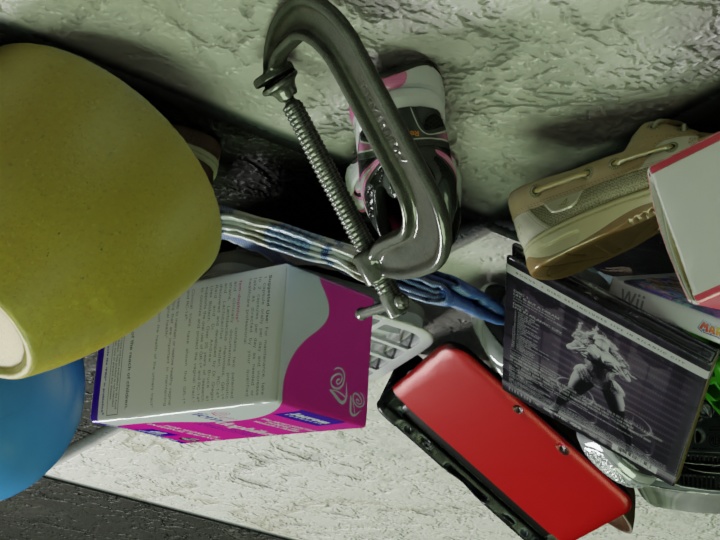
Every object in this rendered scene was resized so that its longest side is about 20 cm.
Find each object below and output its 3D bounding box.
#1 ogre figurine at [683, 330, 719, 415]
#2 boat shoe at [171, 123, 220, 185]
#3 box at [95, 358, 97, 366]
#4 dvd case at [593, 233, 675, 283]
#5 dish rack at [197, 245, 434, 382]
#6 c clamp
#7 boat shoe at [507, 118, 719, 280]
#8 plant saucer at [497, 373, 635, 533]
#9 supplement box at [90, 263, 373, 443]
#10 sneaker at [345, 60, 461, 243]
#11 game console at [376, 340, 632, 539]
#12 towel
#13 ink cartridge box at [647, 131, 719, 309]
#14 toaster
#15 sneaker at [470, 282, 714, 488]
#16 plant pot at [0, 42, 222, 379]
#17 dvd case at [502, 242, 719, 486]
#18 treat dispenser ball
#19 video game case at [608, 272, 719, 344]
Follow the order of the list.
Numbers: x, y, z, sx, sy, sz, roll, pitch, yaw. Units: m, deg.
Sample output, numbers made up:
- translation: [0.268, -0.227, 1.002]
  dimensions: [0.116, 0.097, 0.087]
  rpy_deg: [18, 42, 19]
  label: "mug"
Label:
- translation: [0.320, 0.076, 1.000]
  dimensions: [0.199, 0.120, 0.099]
  rpy_deg: [28, 149, 40]
  label: "ogre figurine"
- translation: [-0.157, -0.031, 1.014]
  dimensions: [0.074, 0.076, 0.202]
  rpy_deg: [13, 155, -14]
  label: "boat shoe"
- translation: [-0.128, 0.099, 1.284]
  dimensions: [0.198, 0.035, 0.110]
  rpy_deg: [10, 169, 15]
  label: "box"
- translation: [0.237, -0.033, 0.965]
  dimensions: [0.198, 0.022, 0.146]
  rpy_deg: [-10, 150, 32]
  label: "dvd case"
- translation: [-0.052, 0.034, 1.166]
  dimensions: [0.198, 0.044, 0.172]
  rpy_deg: [16, 157, -18]
  label: "dish rack"
- translation: [-0.012, -0.060, 0.833]
  dimensions: [0.027, 0.202, 0.170]
  rpy_deg: [-29, -171, -24]
  label: "c clamp"
- translation: [0.184, -0.062, 0.859]
  dimensions: [0.198, 0.066, 0.072]
  rpy_deg: [-25, 159, 18]
  label: "boat shoe"
- translation: [0.178, 0.158, 1.282]
  dimensions: [0.200, 0.035, 0.200]
  rpy_deg: [42, 173, 6]
  label: "plant saucer"
- translation: [-0.097, 0.067, 1.058]
  dimensions: [0.198, 0.105, 0.101]
  rpy_deg: [-12, 158, 39]
  label: "supplement box"
- translation: [0.028, -0.042, 0.905]
  dimensions: [0.079, 0.087, 0.200]
  rpy_deg: [-10, 154, 6]
  label: "sneaker"
- translation: [0.126, 0.131, 1.195]
  dimensions: [0.200, 0.172, 0.119]
  rpy_deg: [42, 111, -3]
  label: "game console"
- translation: [0.000, 0.000, 0.996]
  dimensions: [0.198, 0.024, 0.147]
  rpy_deg: [17, 177, 24]
  label: "towel"
- translation: [0.270, -0.035, 0.780]
  dimensions: [0.146, 0.084, 0.199]
  rpy_deg: [-27, 159, 30]
  label: "ink cartridge box"
- translation: [0.322, 0.152, 1.244]
  dimensions: [0.197, 0.115, 0.129]
  rpy_deg: [-1, 159, 12]
  label: "toaster"
- translation: [0.180, 0.062, 1.081]
  dimensions: [0.200, 0.075, 0.114]
  rpy_deg: [46, 127, 10]
  label: "sneaker"
- translation: [-0.207, -0.018, 0.887]
  dimensions: [0.198, 0.142, 0.201]
  rpy_deg: [22, 143, 18]
  label: "plant pot"
- translation: [0.164, 0.069, 0.972]
  dimensions: [0.148, 0.016, 0.201]
  rpy_deg: [29, 157, 20]
  label: "dvd case"
- translation: [-0.331, 0.096, 1.186]
  dimensions: [0.198, 0.203, 0.201]
  rpy_deg: [6, 156, 3]
  label: "treat dispenser ball"
- translation: [0.276, 0.041, 0.901]
  dimensions: [0.199, 0.018, 0.142]
  rpy_deg: [23, -164, 37]
  label: "video game case"
